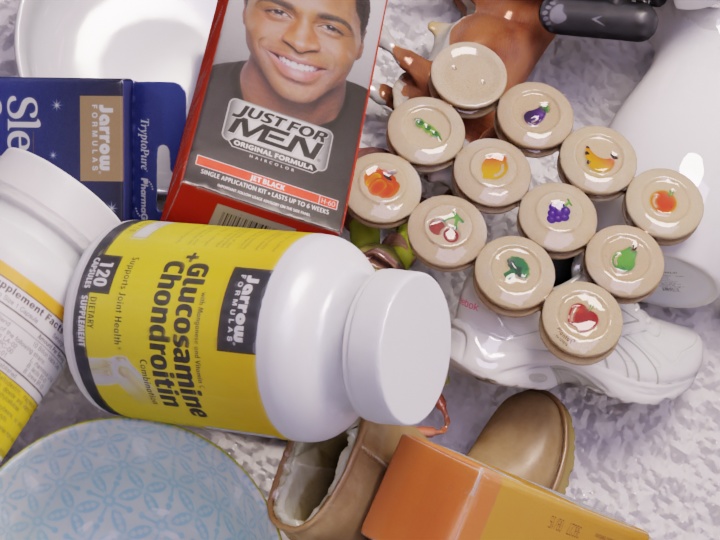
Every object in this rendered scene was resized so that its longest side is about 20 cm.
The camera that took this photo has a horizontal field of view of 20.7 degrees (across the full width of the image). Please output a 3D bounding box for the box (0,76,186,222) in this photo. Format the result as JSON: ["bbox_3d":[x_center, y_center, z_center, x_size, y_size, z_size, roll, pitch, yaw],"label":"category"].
[{"bbox_3d":[-0.205,-0.057,1.200,0.198,0.032,0.123,1,96,6],"label":"box"}]

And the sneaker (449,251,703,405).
[{"bbox_3d":[0.147,0.027,1.246,0.198,0.078,0.100,6,103,-35],"label":"sneaker"}]

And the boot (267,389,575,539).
[{"bbox_3d":[0.044,0.114,1.174,0.200,0.066,0.177,43,61,-45],"label":"boot"}]

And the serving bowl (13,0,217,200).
[{"bbox_3d":[-0.126,-0.134,1.274,0.198,0.066,0.202,4,72,-12],"label":"serving bowl"}]

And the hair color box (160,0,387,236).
[{"bbox_3d":[-0.049,-0.102,1.188,0.101,0.061,0.202,17,55,-11],"label":"hair color box"}]

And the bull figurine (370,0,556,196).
[{"bbox_3d":[0.060,-0.131,1.303,0.121,0.065,0.201,33,52,-1],"label":"bull figurine"}]

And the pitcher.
[{"bbox_3d":[0.239,-0.082,1.292,0.121,0.170,0.202,43,56,-46],"label":"pitcher"}]

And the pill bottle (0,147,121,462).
[{"bbox_3d":[-0.222,0.035,1.116,0.112,0.113,0.201,33,75,-1],"label":"pill bottle"}]

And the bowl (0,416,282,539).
[{"bbox_3d":[-0.135,0.196,1.141,0.198,0.108,0.202,-1,71,3],"label":"bowl"}]

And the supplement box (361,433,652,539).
[{"bbox_3d":[0.090,0.155,1.144,0.199,0.068,0.067,27,86,-47],"label":"supplement box"}]

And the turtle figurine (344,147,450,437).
[{"bbox_3d":[0.000,0.000,1.225,0.199,0.064,0.162,34,46,-25],"label":"turtle figurine"}]

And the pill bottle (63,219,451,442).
[{"bbox_3d":[-0.056,0.033,1.077,0.198,0.112,0.113,5,67,30],"label":"pill bottle"}]

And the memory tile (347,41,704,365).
[{"bbox_3d":[0.101,-0.046,1.209,0.199,0.017,0.154,34,64,13],"label":"memory tile"}]

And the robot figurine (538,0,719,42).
[{"bbox_3d":[0.167,-0.239,1.295,0.198,0.152,0.125,11,26,17],"label":"robot figurine"}]
